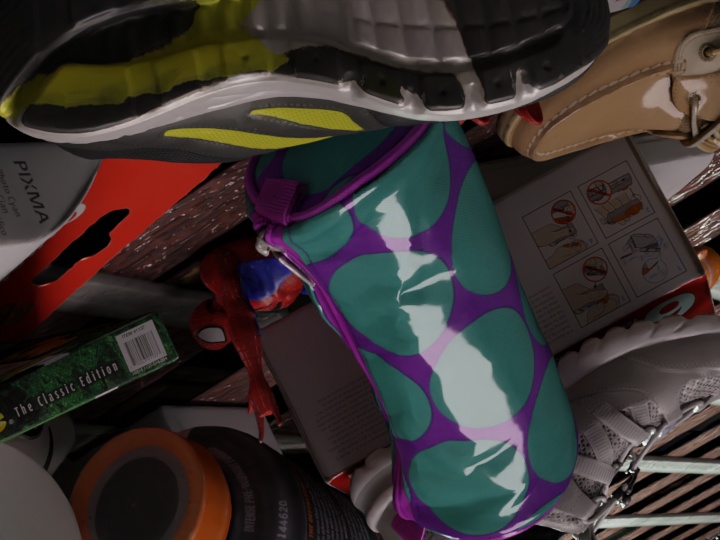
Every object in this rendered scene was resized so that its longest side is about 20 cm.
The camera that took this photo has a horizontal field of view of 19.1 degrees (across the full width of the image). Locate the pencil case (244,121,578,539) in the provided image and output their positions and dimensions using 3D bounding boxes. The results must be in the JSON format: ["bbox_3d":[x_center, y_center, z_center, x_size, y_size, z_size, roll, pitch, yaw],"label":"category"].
[{"bbox_3d":[0.022,0.019,0.849,0.092,0.085,0.201,-36,127,-13],"label":"pencil case"}]

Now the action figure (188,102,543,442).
[{"bbox_3d":[0.000,0.000,0.927,0.200,0.100,0.065,-35,160,34],"label":"action figure"}]

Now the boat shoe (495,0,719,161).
[{"bbox_3d":[0.156,-0.089,0.942,0.199,0.065,0.071,-24,163,-9],"label":"boat shoe"}]

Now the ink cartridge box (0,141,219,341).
[{"bbox_3d":[-0.155,0.012,0.806,0.160,0.048,0.199,-38,158,35],"label":"ink cartridge box"}]

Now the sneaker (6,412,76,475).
[{"bbox_3d":[-0.200,0.131,1.047,0.088,0.074,0.200,-14,156,-46],"label":"sneaker"}]

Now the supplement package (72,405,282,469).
[{"bbox_3d":[-0.134,0.176,1.199,0.199,0.120,0.121,-32,163,20],"label":"supplement package"}]

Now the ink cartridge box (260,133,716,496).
[{"bbox_3d":[0.070,0.034,1.053,0.199,0.084,0.176,-29,163,5],"label":"ink cartridge box"}]

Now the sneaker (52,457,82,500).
[{"bbox_3d":[-0.178,0.139,1.122,0.199,0.081,0.070,-10,169,16],"label":"sneaker"}]

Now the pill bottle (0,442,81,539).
[{"bbox_3d":[-0.211,0.154,0.929,0.112,0.113,0.200,-6,155,-49],"label":"pill bottle"}]

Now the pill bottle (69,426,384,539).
[{"bbox_3d":[-0.052,0.136,0.982,0.106,0.107,0.200,-30,146,13],"label":"pill bottle"}]

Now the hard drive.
[{"bbox_3d":[0.073,-0.020,1.089,0.199,0.026,0.132,-12,157,-41],"label":"hard drive"}]

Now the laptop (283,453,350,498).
[{"bbox_3d":[-0.048,0.171,1.347,0.199,0.104,0.177,-34,161,24],"label":"laptop"}]

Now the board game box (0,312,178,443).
[{"bbox_3d":[-0.149,0.052,0.843,0.104,0.024,0.200,-23,-176,-23],"label":"board game box"}]

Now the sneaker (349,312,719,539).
[{"bbox_3d":[0.098,0.087,0.965,0.199,0.082,0.075,-27,161,-3],"label":"sneaker"}]

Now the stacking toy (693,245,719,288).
[{"bbox_3d":[0.142,0.032,1.252,0.199,0.110,0.116,-30,156,-31],"label":"stacking toy"}]

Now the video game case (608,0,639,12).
[{"bbox_3d":[0.049,-0.120,0.771,0.199,0.018,0.143,-17,160,-28],"label":"video game case"}]

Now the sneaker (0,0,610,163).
[{"bbox_3d":[-0.021,-0.076,0.686,0.198,0.075,0.085,-4,172,-2],"label":"sneaker"}]
